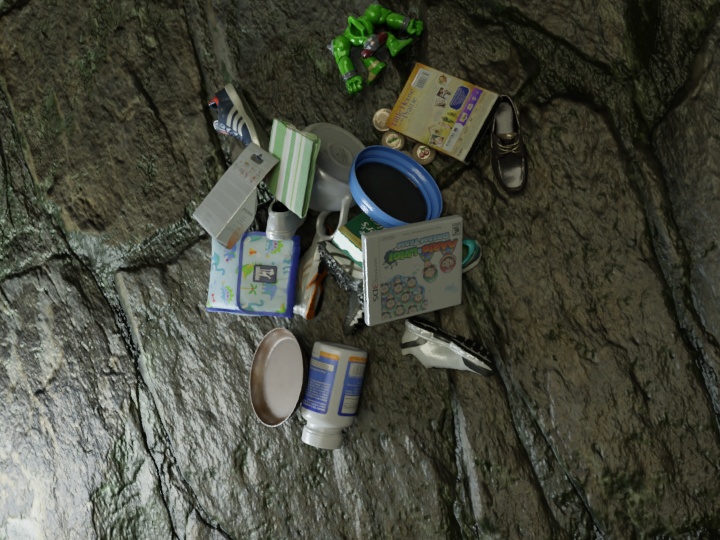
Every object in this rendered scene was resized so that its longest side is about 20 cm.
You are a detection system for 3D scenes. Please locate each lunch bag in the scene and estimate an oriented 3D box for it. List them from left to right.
[{"bbox_3d":[-0.211,0.009,1.578,0.200,0.127,0.170,3,87,33],"label":"lunch bag"}]

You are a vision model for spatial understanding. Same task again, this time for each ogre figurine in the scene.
[{"bbox_3d":[0.023,-0.470,1.588,0.200,0.098,0.120,-44,87,20],"label":"ogre figurine"}]

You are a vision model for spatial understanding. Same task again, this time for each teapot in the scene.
[{"bbox_3d":[-0.074,-0.188,1.563,0.197,0.200,0.146,40,130,-6],"label":"teapot"}]

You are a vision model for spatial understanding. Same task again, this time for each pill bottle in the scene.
[{"bbox_3d":[-0.058,0.249,1.543,0.112,0.112,0.200,12,89,16],"label":"pill bottle"}]

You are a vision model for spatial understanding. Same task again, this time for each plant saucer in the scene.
[{"bbox_3d":[-0.163,0.218,1.572,0.200,0.032,0.200,-18,66,48],"label":"plant saucer"}]

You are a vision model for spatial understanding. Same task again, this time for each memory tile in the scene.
[{"bbox_3d":[0.135,-0.297,1.583,0.200,0.017,0.153,-23,80,13],"label":"memory tile"}]

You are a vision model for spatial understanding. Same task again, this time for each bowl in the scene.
[{"bbox_3d":[0.067,-0.156,1.503,0.201,0.201,0.039,52,134,13],"label":"bowl"}]

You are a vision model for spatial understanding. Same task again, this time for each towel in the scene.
[{"bbox_3d":[-0.133,-0.201,1.470,0.200,0.023,0.153,38,121,55],"label":"towel"}]

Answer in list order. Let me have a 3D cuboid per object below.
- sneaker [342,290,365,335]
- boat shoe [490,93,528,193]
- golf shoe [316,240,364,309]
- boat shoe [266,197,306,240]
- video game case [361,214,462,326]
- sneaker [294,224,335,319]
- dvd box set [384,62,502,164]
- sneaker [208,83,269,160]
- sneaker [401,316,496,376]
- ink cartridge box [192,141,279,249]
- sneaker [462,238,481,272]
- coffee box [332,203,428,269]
[{"bbox_3d":[0.002,0.033,1.570,0.090,0.066,0.200,28,89,19],"label":"sneaker"},{"bbox_3d":[0.284,-0.250,1.507,0.074,0.073,0.200,-11,83,15],"label":"boat shoe"},{"bbox_3d":[0.000,0.000,1.514,0.094,0.078,0.200,-41,72,-19],"label":"golf shoe"},{"bbox_3d":[-0.153,-0.125,1.555,0.072,0.200,0.069,8,115,8],"label":"boat shoe"},{"bbox_3d":[0.099,0.000,1.432,0.200,0.024,0.182,-12,116,-20],"label":"video game case"},{"bbox_3d":[-0.116,-0.004,1.602,0.092,0.076,0.200,16,89,21],"label":"sneaker"},{"bbox_3d":[0.161,-0.313,1.526,0.200,0.029,0.146,30,95,29],"label":"dvd box set"},{"bbox_3d":[-0.265,-0.306,1.669,0.084,0.075,0.200,-32,68,9],"label":"sneaker"},{"bbox_3d":[0.171,0.165,1.516,0.200,0.074,0.080,25,107,21],"label":"sneaker"},{"bbox_3d":[-0.243,-0.154,1.560,0.200,0.050,0.162,-49,36,-2],"label":"ink cartridge box"},{"bbox_3d":[0.146,-0.006,1.523,0.200,0.080,0.078,-34,78,11],"label":"sneaker"},{"bbox_3d":[0.054,-0.073,1.506,0.123,0.200,0.044,43,140,14],"label":"coffee box"}]
